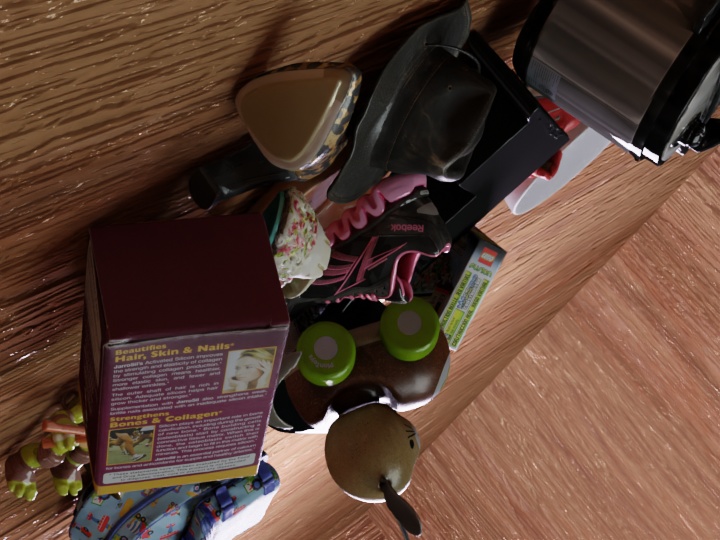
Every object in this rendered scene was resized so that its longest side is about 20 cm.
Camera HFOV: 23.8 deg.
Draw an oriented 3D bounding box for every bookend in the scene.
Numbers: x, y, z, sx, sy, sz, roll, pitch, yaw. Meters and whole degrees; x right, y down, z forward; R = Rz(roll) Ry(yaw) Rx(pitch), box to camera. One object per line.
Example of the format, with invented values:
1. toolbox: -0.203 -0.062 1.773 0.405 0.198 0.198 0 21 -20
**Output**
1. bookend: 0.078 -0.101 1.566 0.200 0.092 0.199 -42 168 9

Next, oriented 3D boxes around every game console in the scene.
1. game console: -0.045 0.094 1.764 0.177 0.116 0.200 -54 145 -3

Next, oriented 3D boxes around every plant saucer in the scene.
1. plant saucer: -0.052 -0.049 1.475 0.200 0.032 0.200 -39 168 -10

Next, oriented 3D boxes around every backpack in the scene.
1. backpack: -0.206 0.248 1.827 0.199 0.135 0.183 -31 164 -34

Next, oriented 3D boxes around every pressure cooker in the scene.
1. pressure cooker: 0.252 -0.189 1.478 0.180 0.199 0.176 -59 166 19

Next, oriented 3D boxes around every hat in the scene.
1. hat: 0.059 -0.115 1.367 0.201 0.081 0.201 -53 170 -14

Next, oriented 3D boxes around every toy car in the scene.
1. toy car: 0.026 0.151 1.568 0.156 0.202 0.165 -16 163 -6

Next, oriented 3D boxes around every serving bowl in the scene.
1. serving bowl: 0.228 -0.154 1.948 0.200 0.066 0.200 -40 168 -10

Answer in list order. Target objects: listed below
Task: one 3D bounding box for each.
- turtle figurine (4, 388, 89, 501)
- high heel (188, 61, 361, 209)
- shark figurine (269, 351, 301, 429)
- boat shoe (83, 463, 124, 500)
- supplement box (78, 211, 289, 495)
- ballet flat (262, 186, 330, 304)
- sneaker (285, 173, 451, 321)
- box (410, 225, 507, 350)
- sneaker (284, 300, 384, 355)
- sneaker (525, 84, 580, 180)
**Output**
1. turtle figurine: -0.236 0.133 1.454 0.161 0.065 0.199 -41 167 30
2. high heel: -0.024 -0.113 1.203 0.142 0.072 0.200 -27 176 -40
3. shark figurine: -0.132 0.086 1.573 0.214 0.127 0.091 176 -74 -74
4. boat shoe: -0.223 0.169 1.629 0.063 0.073 0.201 -45 173 -19
5. supplement box: -0.133 0.063 1.232 0.129 0.104 0.201 -4 144 -16
6. ballet flat: -0.058 -0.013 1.310 0.200 0.063 0.077 141 -36 -68
7. sneaker: 0.000 0.000 1.496 0.200 0.096 0.079 -39 174 30
8. box: 0.078 -0.004 1.734 0.111 0.034 0.200 -63 -159 8
9. sneaker: -0.036 0.026 1.757 0.085 0.078 0.200 3 137 -48
10. sneaker: 0.169 -0.122 1.815 0.077 0.085 0.200 -32 166 -36
